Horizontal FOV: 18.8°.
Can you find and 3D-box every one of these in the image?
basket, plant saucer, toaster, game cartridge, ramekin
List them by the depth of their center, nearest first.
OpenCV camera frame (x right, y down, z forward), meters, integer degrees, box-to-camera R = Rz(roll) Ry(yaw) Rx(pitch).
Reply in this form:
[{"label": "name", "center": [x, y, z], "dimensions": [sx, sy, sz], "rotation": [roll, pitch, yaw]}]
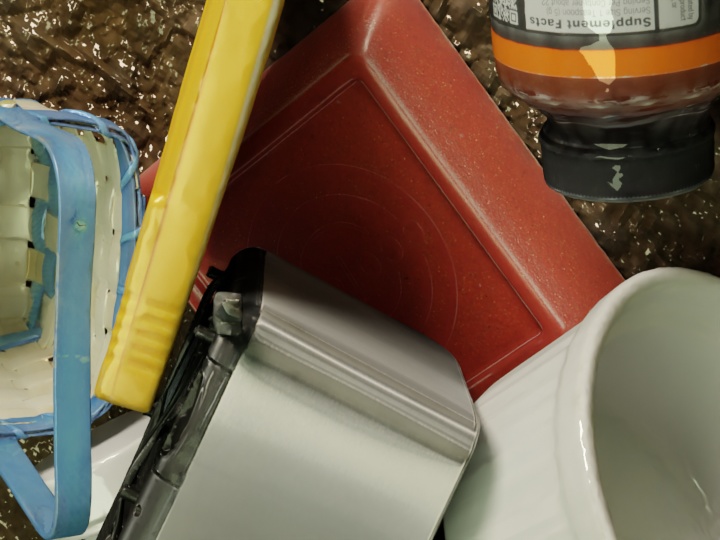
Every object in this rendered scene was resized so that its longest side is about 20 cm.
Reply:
[{"label": "ramekin", "center": [0.127, 0.109, 0.893], "dimensions": [0.097, 0.200, 0.201], "rotation": [-31, 95, 41]}, {"label": "game cartridge", "center": [-0.064, -0.058, 0.901], "dimensions": [0.032, 0.176, 0.201], "rotation": [19, 100, -4]}, {"label": "toaster", "center": [-0.042, 0.098, 0.903], "dimensions": [0.118, 0.200, 0.182], "rotation": [25, 97, -5]}, {"label": "basket", "center": [-0.162, 0.009, 0.992], "dimensions": [0.200, 0.138, 0.178], "rotation": [29, 119, 55]}, {"label": "plant saucer", "center": [0.000, 0.000, 1.003], "dimensions": [0.199, 0.037, 0.201], "rotation": [-36, 93, 33]}]

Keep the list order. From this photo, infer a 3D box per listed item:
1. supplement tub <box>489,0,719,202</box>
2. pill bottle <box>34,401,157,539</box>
[{"label": "supplement tub", "center": [0.101, -0.132, 0.855], "dimensions": [0.106, 0.107, 0.202], "rotation": [5, 113, 25]}, {"label": "pill bottle", "center": [-0.084, 0.172, 1.068], "dimensions": [0.119, 0.120, 0.201], "rotation": [-20, 100, 32]}]
